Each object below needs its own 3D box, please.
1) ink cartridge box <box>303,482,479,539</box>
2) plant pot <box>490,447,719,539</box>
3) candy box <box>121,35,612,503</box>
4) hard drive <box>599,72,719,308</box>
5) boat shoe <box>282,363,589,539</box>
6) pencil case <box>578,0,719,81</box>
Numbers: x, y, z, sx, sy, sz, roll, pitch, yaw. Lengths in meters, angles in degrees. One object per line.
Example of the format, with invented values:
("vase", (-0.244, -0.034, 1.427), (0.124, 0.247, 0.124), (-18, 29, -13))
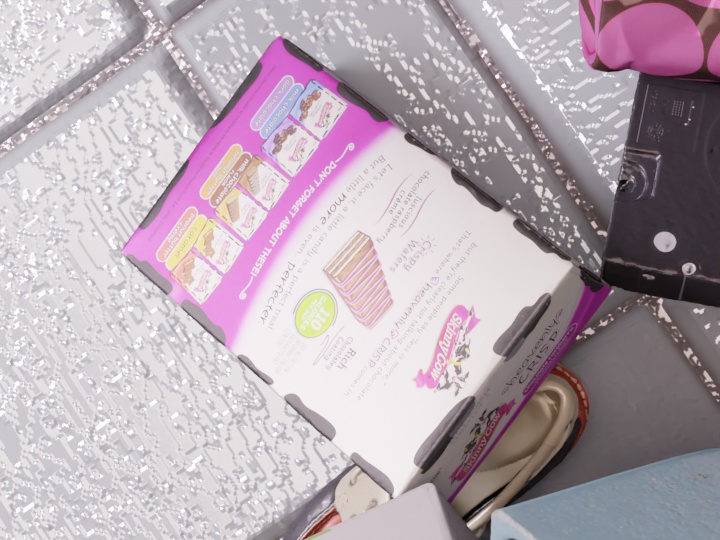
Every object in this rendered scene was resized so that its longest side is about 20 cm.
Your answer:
("ink cartridge box", (0.026, 0.191, 0.948), (0.117, 0.200, 0.067), (-25, 51, 8))
("plant pot", (0.197, 0.185, 0.848), (0.200, 0.196, 0.196), (-21, 120, -25))
("candy box", (0.000, 0.000, 0.953), (0.200, 0.061, 0.136), (40, 97, 28))
("hard drive", (0.223, -0.042, 0.935), (0.200, 0.038, 0.140), (10, 69, 9))
("boat shoe", (0.029, 0.115, 0.981), (0.200, 0.063, 0.071), (-39, 87, 9))
("pencil case", (0.200, -0.130, 0.905), (0.200, 0.091, 0.094), (6, 82, 4))
